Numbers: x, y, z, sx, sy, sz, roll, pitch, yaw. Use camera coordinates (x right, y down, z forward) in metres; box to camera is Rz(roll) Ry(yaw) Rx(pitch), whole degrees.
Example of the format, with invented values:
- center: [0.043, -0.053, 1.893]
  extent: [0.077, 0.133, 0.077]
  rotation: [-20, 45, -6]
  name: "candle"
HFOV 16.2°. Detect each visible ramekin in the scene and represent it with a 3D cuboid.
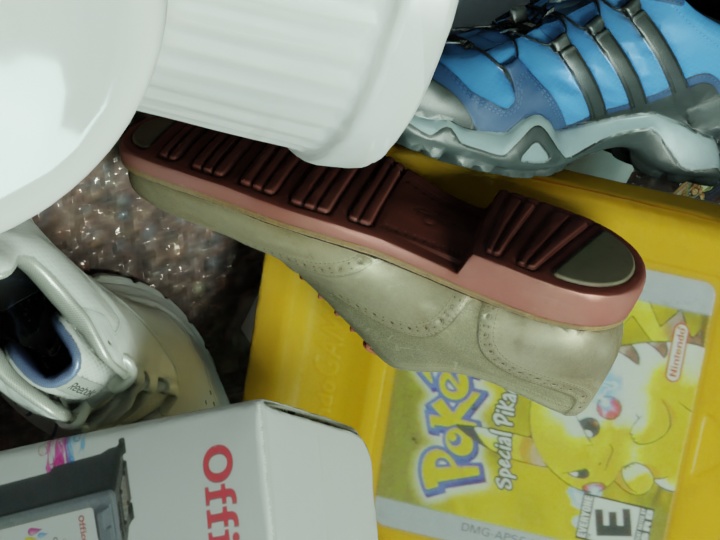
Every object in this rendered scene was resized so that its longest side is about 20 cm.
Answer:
- center: [-0.036, -0.135, 0.792]
  extent: [0.094, 0.202, 0.202]
  rotation: [5, 122, -17]
  name: "ramekin"

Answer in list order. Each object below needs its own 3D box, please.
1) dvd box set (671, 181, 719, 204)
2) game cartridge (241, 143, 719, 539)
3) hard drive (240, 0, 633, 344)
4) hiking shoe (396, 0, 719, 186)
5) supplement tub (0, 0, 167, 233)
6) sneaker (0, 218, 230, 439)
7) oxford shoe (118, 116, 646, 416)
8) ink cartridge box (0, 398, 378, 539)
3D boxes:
- center: [0.233, -0.076, 1.032]
  extent: [0.146, 0.029, 0.200]
  rotation: [-2, 146, -44]
  name: "dvd box set"
- center: [0.055, 0.044, 0.978]
  extent: [0.200, 0.032, 0.176]
  rotation: [12, 111, 8]
  name: "game cartridge"
- center: [0.050, -0.044, 1.018]
  extent: [0.132, 0.027, 0.200]
  rotation: [10, 118, -35]
  name: "hard drive"
- center: [0.075, -0.083, 0.947]
  extent: [0.200, 0.074, 0.087]
  rotation: [0, 109, -36]
  name: "hiking shoe"
- center: [-0.147, -0.111, 0.727]
  extent: [0.145, 0.200, 0.145]
  rotation: [-11, 128, -15]
  name: "supplement tub"
- center: [-0.110, 0.033, 0.943]
  extent: [0.075, 0.087, 0.200]
  rotation: [-45, 134, 5]
  name: "sneaker"
- center: [0.000, 0.000, 0.926]
  extent: [0.070, 0.200, 0.075]
  rotation: [-48, 156, -54]
  name: "oxford shoe"
- center: [-0.097, 0.137, 0.925]
  extent: [0.200, 0.148, 0.086]
  rotation: [-14, 163, 24]
  name: "ink cartridge box"
